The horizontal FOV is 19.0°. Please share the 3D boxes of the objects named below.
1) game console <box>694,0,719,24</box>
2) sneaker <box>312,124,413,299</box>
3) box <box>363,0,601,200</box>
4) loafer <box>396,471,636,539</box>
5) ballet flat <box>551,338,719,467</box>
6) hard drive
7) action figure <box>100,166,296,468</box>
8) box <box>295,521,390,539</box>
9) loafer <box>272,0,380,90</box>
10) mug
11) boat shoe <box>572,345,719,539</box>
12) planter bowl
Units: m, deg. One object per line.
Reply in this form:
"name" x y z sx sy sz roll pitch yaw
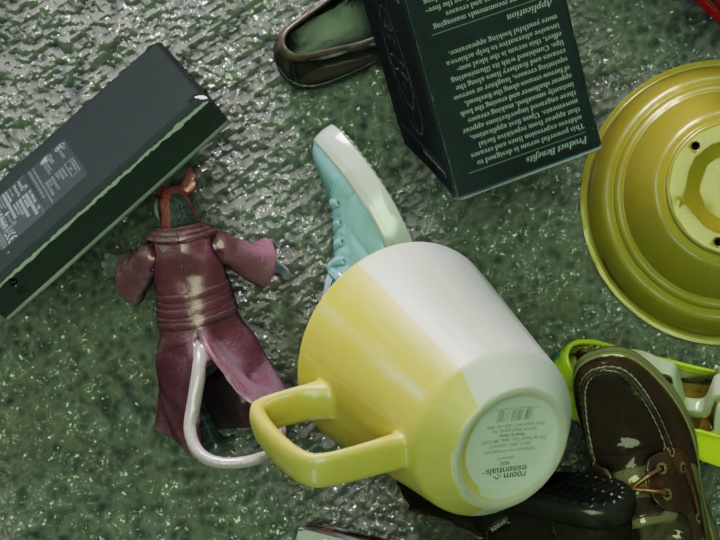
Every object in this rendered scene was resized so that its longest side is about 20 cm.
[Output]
"game console" 0.289 -0.245 1.463 0.199 0.031 0.178 35 83 -32
"sneaker" 0.000 0.000 1.489 0.081 0.074 0.201 -26 84 -4
"box" 0.068 -0.171 1.421 0.106 0.149 0.202 -19 111 -7
"loafer" 0.098 0.167 1.427 0.073 0.199 0.072 -14 104 -37
"ballet flat" 0.222 0.088 1.463 0.198 0.067 0.067 13 53 6
"hard drive" -0.188 -0.066 1.479 0.200 0.140 0.033 -42 119 0
"action figure" -0.118 0.030 1.465 0.133 0.149 0.202 -13 98 8
"box" 0.055 0.214 1.425 0.198 0.158 0.050 14 86 4
"loafer" 0.029 -0.189 1.508 0.199 0.063 0.072 -29 83 1
"mug" 0.045 0.093 1.375 0.186 0.153 0.150 -44 127 -5
"boat shoe" 0.191 0.147 1.428 0.072 0.072 0.201 -14 110 17
"planter bowl" 0.251 -0.052 1.472 0.198 0.083 0.203 0 84 4
